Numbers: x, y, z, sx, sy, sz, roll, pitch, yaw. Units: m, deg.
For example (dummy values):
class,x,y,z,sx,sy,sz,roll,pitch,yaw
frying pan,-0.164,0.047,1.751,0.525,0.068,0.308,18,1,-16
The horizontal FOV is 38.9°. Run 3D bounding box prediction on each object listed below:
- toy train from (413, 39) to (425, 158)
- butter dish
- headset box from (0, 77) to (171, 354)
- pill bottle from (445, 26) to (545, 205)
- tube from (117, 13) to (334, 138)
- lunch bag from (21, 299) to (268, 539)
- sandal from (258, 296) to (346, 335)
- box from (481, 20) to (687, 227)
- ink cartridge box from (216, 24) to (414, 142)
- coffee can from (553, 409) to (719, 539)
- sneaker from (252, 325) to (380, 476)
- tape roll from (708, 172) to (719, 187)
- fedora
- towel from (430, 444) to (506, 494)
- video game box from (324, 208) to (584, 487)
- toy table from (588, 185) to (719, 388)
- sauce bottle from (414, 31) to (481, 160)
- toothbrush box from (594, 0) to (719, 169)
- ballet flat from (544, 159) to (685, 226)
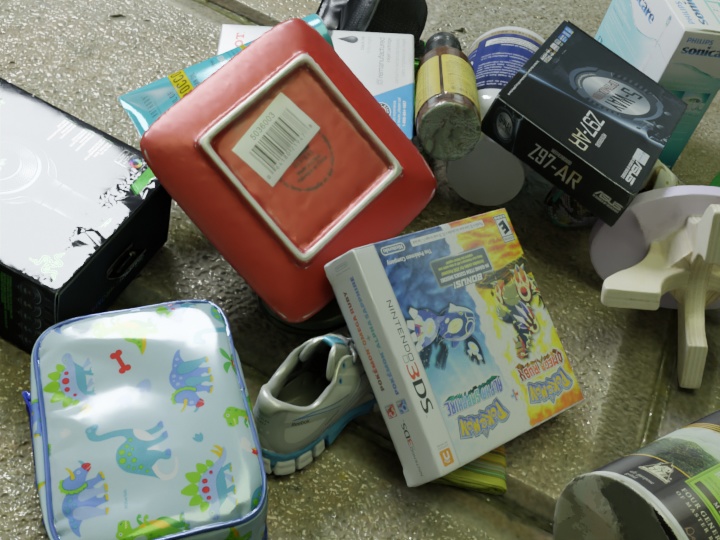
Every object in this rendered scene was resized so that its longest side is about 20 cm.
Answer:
class,x,y,z,sx,sy,sz,roll,pitch,yaw
toy train,0.056,-0.183,1.115,0.041,0.057,0.202,10,46,-9
butter dish,-0.071,-0.075,0.880,0.200,0.148,0.200,49,65,-6
headset box,-0.272,-0.042,0.848,0.197,0.094,0.175,28,46,8
pill bottle,0.148,-0.163,1.089,0.109,0.112,0.202,20,45,1
tube,-0.119,-0.173,0.936,0.197,0.051,0.078,-27,52,-13
lunch bag,-0.155,0.122,0.733,0.158,0.083,0.202,-10,52,-14
sandal,0.000,-0.001,0.920,0.197,0.058,0.080,-16,52,-18
box,0.224,-0.152,1.009,0.159,0.044,0.200,37,45,6
ink cartridge box,-0.047,-0.158,1.005,0.196,0.087,0.149,4,54,-2
coffee can,0.267,0.192,0.774,0.197,0.148,0.147,-17,55,-30
sneaker,-0.014,0.078,0.822,0.074,0.088,0.199,32,47,21
tape roll,0.461,-0.029,1.114,0.196,0.049,0.203,10,46,-10
fedora,0.015,-0.280,1.128,0.091,0.201,0.203,26,42,-21
towel,0.084,0.101,0.891,0.084,0.018,0.202,16,45,-11
video game box,0.082,0.055,0.837,0.198,0.047,0.185,-16,84,-43
toy table,0.318,0.002,0.958,0.196,0.187,0.118,-6,29,12
sauce bottle,0.085,-0.180,1.005,0.063,0.066,0.201,14,34,-5
toothbrush box,0.326,-0.227,1.145,0.084,0.202,0.148,1,47,-17
ballet flat,0.291,-0.091,1.100,0.197,0.073,0.073,-10,52,-27
